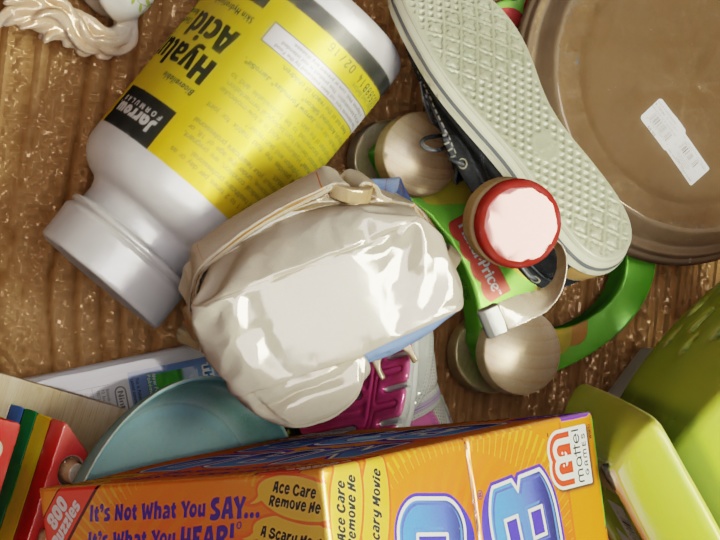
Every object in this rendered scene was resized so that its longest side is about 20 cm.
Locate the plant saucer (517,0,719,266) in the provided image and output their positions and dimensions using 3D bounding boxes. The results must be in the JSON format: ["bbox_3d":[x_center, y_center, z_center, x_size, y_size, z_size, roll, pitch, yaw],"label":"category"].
[{"bbox_3d":[0.180,-0.104,1.507,0.199,0.029,0.201,3,82,-24],"label":"plant saucer"}]

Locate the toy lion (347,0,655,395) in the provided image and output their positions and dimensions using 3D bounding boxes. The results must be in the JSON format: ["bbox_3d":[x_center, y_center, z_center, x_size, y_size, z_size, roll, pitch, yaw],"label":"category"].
[{"bbox_3d":[0.106,-0.054,1.513,0.191,0.069,0.201,-29,96,-17],"label":"toy lion"}]

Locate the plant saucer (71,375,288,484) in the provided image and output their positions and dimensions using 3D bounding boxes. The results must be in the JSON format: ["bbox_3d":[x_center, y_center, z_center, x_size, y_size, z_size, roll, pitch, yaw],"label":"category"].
[{"bbox_3d":[-0.102,0.153,1.413,0.200,0.027,0.201,-16,110,-50],"label":"plant saucer"}]

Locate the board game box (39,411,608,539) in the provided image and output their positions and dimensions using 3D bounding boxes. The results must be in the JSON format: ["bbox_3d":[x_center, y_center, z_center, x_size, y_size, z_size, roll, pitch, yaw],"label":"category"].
[{"bbox_3d":[-0.009,0.186,1.311,0.199,0.199,0.201,-8,90,-47],"label":"board game box"}]

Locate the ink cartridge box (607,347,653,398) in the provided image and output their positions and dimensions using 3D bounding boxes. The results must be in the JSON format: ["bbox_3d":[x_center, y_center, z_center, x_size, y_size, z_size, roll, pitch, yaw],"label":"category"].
[{"bbox_3d":[0.167,0.163,1.510,0.146,0.084,0.200,40,83,-10],"label":"ink cartridge box"}]

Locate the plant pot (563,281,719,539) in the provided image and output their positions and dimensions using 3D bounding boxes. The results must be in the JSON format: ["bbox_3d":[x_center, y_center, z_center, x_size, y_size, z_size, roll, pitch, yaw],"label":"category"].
[{"bbox_3d":[0.222,0.111,1.382,0.181,0.199,0.201,-29,97,-5],"label":"plant pot"}]

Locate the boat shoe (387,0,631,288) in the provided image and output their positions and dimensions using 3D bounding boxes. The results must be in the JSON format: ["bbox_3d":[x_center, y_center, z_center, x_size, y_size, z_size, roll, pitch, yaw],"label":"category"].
[{"bbox_3d":[0.071,-0.075,1.437,0.074,0.062,0.201,-27,80,-40],"label":"boat shoe"}]

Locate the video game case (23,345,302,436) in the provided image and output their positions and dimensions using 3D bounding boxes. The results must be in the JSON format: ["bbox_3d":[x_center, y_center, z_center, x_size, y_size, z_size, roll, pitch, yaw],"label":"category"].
[{"bbox_3d":[-0.103,0.145,1.490,0.181,0.022,0.201,-11,92,-10],"label":"video game case"}]

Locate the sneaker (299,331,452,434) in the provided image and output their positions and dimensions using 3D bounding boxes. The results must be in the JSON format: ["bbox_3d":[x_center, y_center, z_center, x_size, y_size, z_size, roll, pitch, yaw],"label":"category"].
[{"bbox_3d":[0.021,0.109,1.486,0.088,0.081,0.201,7,83,-49],"label":"sneaker"}]

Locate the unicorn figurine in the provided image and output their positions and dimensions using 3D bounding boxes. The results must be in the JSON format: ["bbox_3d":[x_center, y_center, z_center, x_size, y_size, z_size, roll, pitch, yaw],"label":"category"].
[{"bbox_3d":[-0.119,-0.208,1.463,0.137,0.074,0.201,24,100,-20],"label":"unicorn figurine"}]

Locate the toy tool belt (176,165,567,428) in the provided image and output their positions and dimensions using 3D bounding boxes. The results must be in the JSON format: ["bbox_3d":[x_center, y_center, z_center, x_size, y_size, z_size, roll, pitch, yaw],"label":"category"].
[{"bbox_3d":[0.000,0.000,1.403,0.199,0.123,0.125,-25,101,-8],"label":"toy tool belt"}]

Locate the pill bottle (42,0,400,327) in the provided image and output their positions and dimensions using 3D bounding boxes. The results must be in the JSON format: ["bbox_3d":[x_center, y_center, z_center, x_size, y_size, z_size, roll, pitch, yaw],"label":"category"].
[{"bbox_3d":[-0.079,-0.071,1.446,0.111,0.111,0.200,40,83,-9],"label":"pill bottle"}]

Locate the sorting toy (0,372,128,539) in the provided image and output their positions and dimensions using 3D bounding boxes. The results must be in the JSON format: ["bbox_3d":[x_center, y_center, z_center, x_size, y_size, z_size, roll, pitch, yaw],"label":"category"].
[{"bbox_3d":[-0.204,0.153,1.373,0.198,0.069,0.201,20,86,-46],"label":"sorting toy"}]
